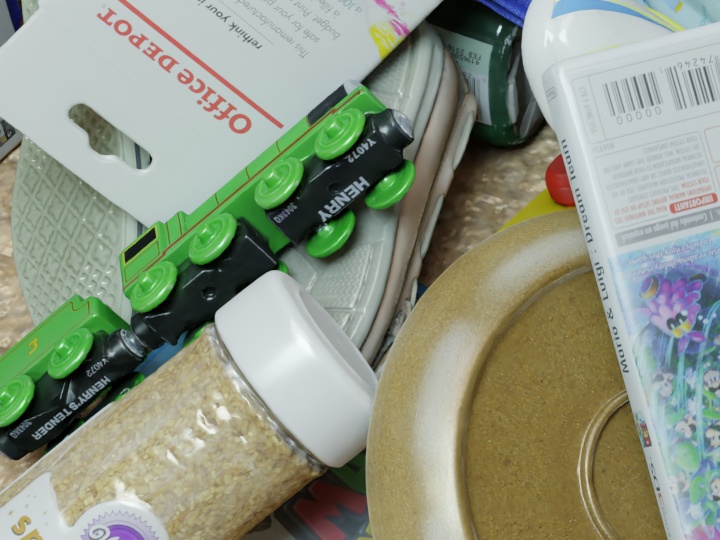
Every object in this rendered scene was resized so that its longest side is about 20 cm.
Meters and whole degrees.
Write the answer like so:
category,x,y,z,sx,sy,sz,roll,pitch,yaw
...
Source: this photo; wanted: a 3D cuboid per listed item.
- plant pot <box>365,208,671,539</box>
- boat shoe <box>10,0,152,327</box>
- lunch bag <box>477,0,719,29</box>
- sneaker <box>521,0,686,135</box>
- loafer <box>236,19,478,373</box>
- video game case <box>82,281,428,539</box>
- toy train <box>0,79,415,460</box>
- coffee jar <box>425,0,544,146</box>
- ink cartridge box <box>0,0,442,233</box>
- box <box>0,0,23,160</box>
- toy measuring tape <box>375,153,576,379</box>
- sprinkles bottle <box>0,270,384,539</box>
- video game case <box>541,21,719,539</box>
category,x,y,z,sx,sy,sz,roll,pitch,yaw
plant pot,0.099,0.072,0.875,0.200,0.027,0.200,6,75,-21
boat shoe,-0.097,-0.059,1.031,0.075,0.062,0.200,-11,77,41
lunch bag,0.151,-0.149,1.007,0.200,0.127,0.170,14,50,11
sneaker,0.153,-0.050,0.927,0.105,0.200,0.076,-24,40,43
loafer,0.000,0.000,0.975,0.072,0.063,0.200,1,63,41
video game case,0.006,0.069,0.970,0.200,0.018,0.143,30,61,28
toy train,-0.060,0.000,0.953,0.200,0.042,0.056,-39,29,14
coffee jar,-0.004,-0.128,1.091,0.200,0.085,0.104,20,55,22
ink cartridge box,-0.042,-0.118,0.960,0.200,0.115,0.068,-44,28,14
box,-0.202,-0.059,1.041,0.041,0.119,0.200,31,61,29
toy measuring tape,0.080,0.002,0.965,0.074,0.074,0.200,24,42,25
sprinkles bottle,-0.084,0.086,0.892,0.200,0.068,0.068,-39,52,7
video game case,0.178,-0.004,0.871,0.200,0.024,0.182,-14,86,-12
